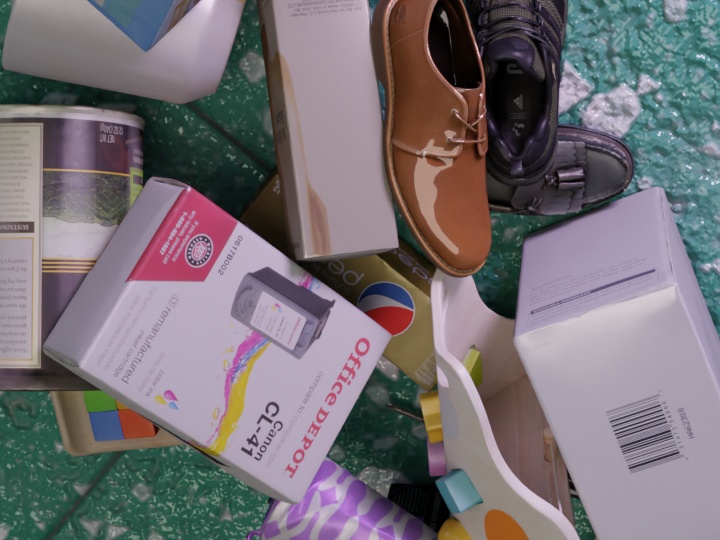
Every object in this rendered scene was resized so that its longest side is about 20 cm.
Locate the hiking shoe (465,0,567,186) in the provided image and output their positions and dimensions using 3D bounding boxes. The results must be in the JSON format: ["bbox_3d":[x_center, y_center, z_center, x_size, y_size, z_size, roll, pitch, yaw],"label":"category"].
[{"bbox_3d":[0.113,-0.162,1.156,0.075,0.101,0.203,-5,90,3],"label":"hiking shoe"}]

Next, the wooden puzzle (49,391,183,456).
[{"bbox_3d":[-0.163,0.062,1.326,0.198,0.046,0.187,-8,110,8],"label":"wooden puzzle"}]

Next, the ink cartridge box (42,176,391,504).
[{"bbox_3d":[-0.098,0.050,1.162,0.199,0.085,0.149,35,79,-26],"label":"ink cartridge box"}]

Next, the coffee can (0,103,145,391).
[{"bbox_3d":[-0.232,-0.013,1.223,0.145,0.146,0.203,0,88,9],"label":"coffee can"}]

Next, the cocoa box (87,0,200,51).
[{"bbox_3d":[-0.121,-0.262,1.040,0.133,0.132,0.200,40,149,-3],"label":"cocoa box"}]

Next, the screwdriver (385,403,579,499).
[{"bbox_3d":[0.113,0.144,1.337,0.198,0.029,0.028,24,113,3],"label":"screwdriver"}]

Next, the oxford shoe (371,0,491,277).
[{"bbox_3d":[0.058,-0.094,1.117,0.071,0.071,0.202,-3,102,56],"label":"oxford shoe"}]

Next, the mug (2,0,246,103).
[{"bbox_3d":[-0.157,-0.207,1.179,0.152,0.150,0.188,19,120,-8],"label":"mug"}]

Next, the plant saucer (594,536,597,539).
[{"bbox_3d":[0.269,0.301,1.359,0.198,0.049,0.202,14,112,2],"label":"plant saucer"}]

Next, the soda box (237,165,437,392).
[{"bbox_3d":[0.000,0.000,1.271,0.200,0.068,0.064,39,111,-7],"label":"soda box"}]

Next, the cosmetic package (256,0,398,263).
[{"bbox_3d":[-0.025,-0.108,1.174,0.070,0.105,0.202,-7,88,-8],"label":"cosmetic package"}]

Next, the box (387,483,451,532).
[{"bbox_3d":[0.075,0.288,1.343,0.105,0.122,0.202,-1,111,10],"label":"box"}]

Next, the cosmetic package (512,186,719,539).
[{"bbox_3d":[0.202,0.076,1.199,0.122,0.200,0.201,-20,107,16],"label":"cosmetic package"}]

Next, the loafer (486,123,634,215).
[{"bbox_3d":[0.105,-0.068,1.231,0.198,0.063,0.073,2,111,8],"label":"loafer"}]

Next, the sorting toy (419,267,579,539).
[{"bbox_3d":[0.084,0.092,1.169,0.106,0.201,0.181,-12,130,9],"label":"sorting toy"}]

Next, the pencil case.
[{"bbox_3d":[0.014,0.215,1.219,0.199,0.084,0.086,32,70,8],"label":"pencil case"}]
